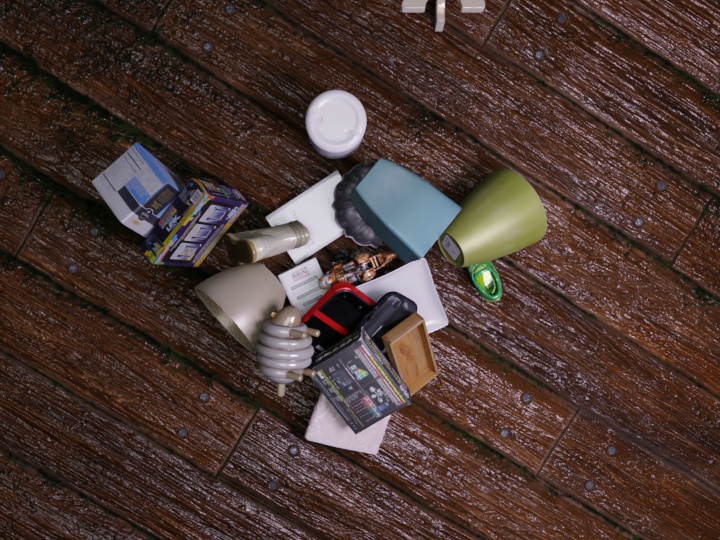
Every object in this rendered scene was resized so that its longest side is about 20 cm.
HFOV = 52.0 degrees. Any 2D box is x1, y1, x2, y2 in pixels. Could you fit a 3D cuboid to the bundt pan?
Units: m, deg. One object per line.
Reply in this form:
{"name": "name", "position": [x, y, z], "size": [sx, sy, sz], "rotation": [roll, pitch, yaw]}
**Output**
{"name": "bundt pan", "position": [0.039, -0.153, 1.680], "size": [0.201, 0.076, 0.203], "rotation": [0, 90, -13]}

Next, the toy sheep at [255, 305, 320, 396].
{"name": "toy sheep", "position": [-0.159, 0.173, 1.569], "size": [0.137, 0.138, 0.201], "rotation": [8, 95, -3]}

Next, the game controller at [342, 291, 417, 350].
{"name": "game controller", "position": [0.039, 0.132, 1.652], "size": [0.104, 0.042, 0.200], "rotation": [25, 115, -44]}

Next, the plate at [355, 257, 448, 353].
{"name": "plate", "position": [0.084, 0.082, 1.708], "size": [0.199, 0.032, 0.200], "rotation": [-24, 121, -1]}

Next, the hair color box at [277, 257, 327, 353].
{"name": "hair color box", "position": [-0.106, 0.079, 1.714], "size": [0.100, 0.061, 0.201], "rotation": [-25, 95, -4]}

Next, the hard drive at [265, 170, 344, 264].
{"name": "hard drive", "position": [-0.102, -0.123, 1.720], "size": [0.199, 0.027, 0.132], "rotation": [-33, 94, 0]}

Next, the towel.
{"name": "towel", "position": [-0.014, 0.318, 1.720], "size": [0.190, 0.032, 0.201], "rotation": [19, 94, -24]}

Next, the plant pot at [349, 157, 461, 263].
{"name": "plant pot", "position": [0.083, -0.137, 1.586], "size": [0.200, 0.141, 0.141], "rotation": [41, 81, -4]}

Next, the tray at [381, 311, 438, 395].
{"name": "tray", "position": [0.115, 0.194, 1.674], "size": [0.098, 0.037, 0.201], "rotation": [-35, 134, -17]}

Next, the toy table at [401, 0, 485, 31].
{"name": "toy table", "position": [0.184, -0.630, 1.635], "size": [0.199, 0.184, 0.118], "rotation": [-4, 78, 10]}

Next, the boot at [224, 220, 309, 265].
{"name": "boot", "position": [-0.214, -0.067, 1.664], "size": [0.154, 0.200, 0.072], "rotation": [-20, 103, -26]}

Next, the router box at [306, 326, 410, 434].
{"name": "router box", "position": [-0.003, 0.244, 1.630], "size": [0.149, 0.062, 0.200], "rotation": [-31, 108, 14]}

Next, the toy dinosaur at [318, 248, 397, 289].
{"name": "toy dinosaur", "position": [0.000, 0.000, 1.673], "size": [0.199, 0.136, 0.103], "rotation": [-1, 90, -10]}

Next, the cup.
{"name": "cup", "position": [-0.252, 0.065, 1.657], "size": [0.143, 0.200, 0.200], "rotation": [-43, 94, -18]}

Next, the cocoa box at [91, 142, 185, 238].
{"name": "cocoa box", "position": [-0.452, -0.157, 1.602], "size": [0.131, 0.200, 0.133], "rotation": [-41, 70, 0]}

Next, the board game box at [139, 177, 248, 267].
{"name": "board game box", "position": [-0.361, -0.100, 1.612], "size": [0.057, 0.165, 0.200], "rotation": [46, 105, 18]}

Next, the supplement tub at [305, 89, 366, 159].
{"name": "supplement tub", "position": [-0.054, -0.317, 1.623], "size": [0.131, 0.200, 0.133], "rotation": [0, 93, -3]}

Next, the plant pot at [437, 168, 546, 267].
{"name": "plant pot", "position": [0.273, -0.096, 1.630], "size": [0.200, 0.187, 0.188], "rotation": [-32, 94, -19]}

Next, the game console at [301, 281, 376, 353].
{"name": "game console", "position": [-0.034, 0.129, 1.665], "size": [0.177, 0.031, 0.200], "rotation": [-43, 123, 15]}

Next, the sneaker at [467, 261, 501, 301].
{"name": "sneaker", "position": [0.275, -0.018, 1.713], "size": [0.074, 0.084, 0.201], "rotation": [-33, 94, 0]}
